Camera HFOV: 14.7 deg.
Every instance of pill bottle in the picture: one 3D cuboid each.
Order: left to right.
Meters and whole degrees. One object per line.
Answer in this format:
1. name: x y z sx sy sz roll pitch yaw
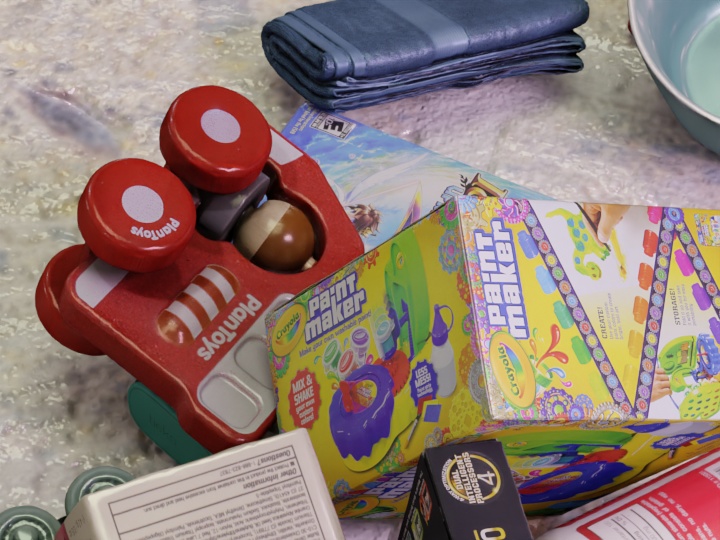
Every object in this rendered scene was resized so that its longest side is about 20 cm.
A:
1. pill bottle: 0.159 0.177 1.521 0.199 0.113 0.112 -24 54 -23

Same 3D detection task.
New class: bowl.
1. bowl: 0.268 -0.147 1.801 0.199 0.105 0.202 0 64 0

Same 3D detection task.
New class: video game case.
1. video game case: 0.000 0.000 1.708 0.180 0.046 0.200 23 51 14

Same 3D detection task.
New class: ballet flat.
1. ballet flat: -0.054 0.115 1.587 0.074 0.074 0.200 -27 57 -25

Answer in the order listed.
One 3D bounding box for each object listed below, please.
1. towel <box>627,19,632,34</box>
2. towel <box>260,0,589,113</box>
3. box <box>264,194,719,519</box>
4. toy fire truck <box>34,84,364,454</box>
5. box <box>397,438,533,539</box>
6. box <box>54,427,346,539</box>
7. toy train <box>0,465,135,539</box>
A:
1. towel: 0.269 -0.216 1.934 0.144 0.023 0.201 12 49 6
2. towel: 0.043 -0.150 1.822 0.199 0.049 0.112 -14 30 -23
3. box: 0.083 0.051 1.511 0.192 0.200 0.123 2 70 -32
4. toy fire truck: -0.078 0.001 1.605 0.168 0.112 0.200 39 49 5
5. box: 0.056 0.209 1.422 0.049 0.201 0.162 -6 53 -17
6. box: -0.063 0.201 1.435 0.127 0.109 0.201 -16 79 -19
7. toy train: -0.165 0.188 1.510 0.199 0.085 0.114 -26 65 -25
